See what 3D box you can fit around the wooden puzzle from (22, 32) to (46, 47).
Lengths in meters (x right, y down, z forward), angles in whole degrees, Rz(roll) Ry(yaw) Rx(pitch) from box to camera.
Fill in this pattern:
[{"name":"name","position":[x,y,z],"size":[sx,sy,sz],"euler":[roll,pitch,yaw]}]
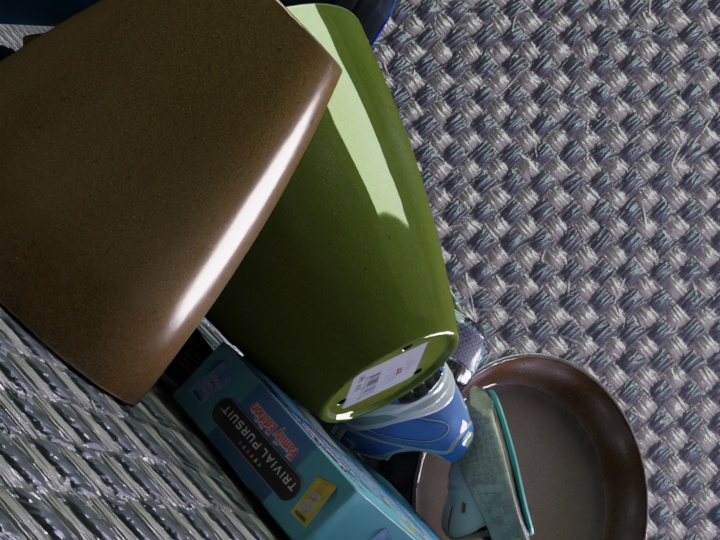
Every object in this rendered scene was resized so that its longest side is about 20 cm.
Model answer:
[{"name":"wooden puzzle","position":[-0.123,-0.135,1.447],"size":[0.200,0.185,0.037],"euler":[7,-75,49]}]

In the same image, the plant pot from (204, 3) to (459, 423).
[{"name":"plant pot","position":[-0.032,-0.018,1.355],"size":[0.200,0.187,0.187],"euler":[59,6,18]}]

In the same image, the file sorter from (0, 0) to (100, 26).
[{"name":"file sorter","position":[-0.169,-0.228,1.402],"size":[0.199,0.123,0.139],"euler":[5,-18,23]}]

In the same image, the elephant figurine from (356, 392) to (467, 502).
[{"name":"elephant figurine","position":[0.044,0.148,1.587],"size":[0.141,0.155,0.200],"euler":[-6,-54,47]}]

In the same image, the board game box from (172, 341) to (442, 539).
[{"name":"board game box","position":[-0.006,0.142,1.347],"size":[0.151,0.047,0.200],"euler":[44,0,44]}]

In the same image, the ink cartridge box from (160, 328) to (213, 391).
[{"name":"ink cartridge box","position":[-0.152,0.003,1.423],"size":[0.095,0.037,0.200],"euler":[45,0,-36]}]

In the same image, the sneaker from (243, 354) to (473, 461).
[{"name":"sneaker","position":[-0.013,0.085,1.458],"size":[0.200,0.076,0.077],"euler":[5,-41,48]}]

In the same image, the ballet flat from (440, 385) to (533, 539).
[{"name":"ballet flat","position":[0.083,0.174,1.452],"size":[0.067,0.062,0.201],"euler":[-150,-138,-83]}]

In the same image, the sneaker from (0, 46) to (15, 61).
[{"name":"sneaker","position":[-0.256,-0.130,1.353],"size":[0.200,0.074,0.079],"euler":[45,-18,-9]}]

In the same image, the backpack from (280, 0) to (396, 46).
[{"name":"backpack","position":[-0.088,-0.179,1.673],"size":[0.162,0.200,0.168],"euler":[40,-12,-23]}]

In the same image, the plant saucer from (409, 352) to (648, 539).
[{"name":"plant saucer","position":[0.106,0.155,1.524],"size":[0.200,0.200,0.032],"euler":[45,-27,-26]}]

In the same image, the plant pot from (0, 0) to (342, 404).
[{"name":"plant pot","position":[-0.111,-0.066,1.203],"size":[0.186,0.200,0.186],"euler":[45,0,0]}]

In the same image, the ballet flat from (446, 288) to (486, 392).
[{"name":"ballet flat","position":[0.000,0.000,1.486],"size":[0.200,0.072,0.072],"euler":[39,1,8]}]
